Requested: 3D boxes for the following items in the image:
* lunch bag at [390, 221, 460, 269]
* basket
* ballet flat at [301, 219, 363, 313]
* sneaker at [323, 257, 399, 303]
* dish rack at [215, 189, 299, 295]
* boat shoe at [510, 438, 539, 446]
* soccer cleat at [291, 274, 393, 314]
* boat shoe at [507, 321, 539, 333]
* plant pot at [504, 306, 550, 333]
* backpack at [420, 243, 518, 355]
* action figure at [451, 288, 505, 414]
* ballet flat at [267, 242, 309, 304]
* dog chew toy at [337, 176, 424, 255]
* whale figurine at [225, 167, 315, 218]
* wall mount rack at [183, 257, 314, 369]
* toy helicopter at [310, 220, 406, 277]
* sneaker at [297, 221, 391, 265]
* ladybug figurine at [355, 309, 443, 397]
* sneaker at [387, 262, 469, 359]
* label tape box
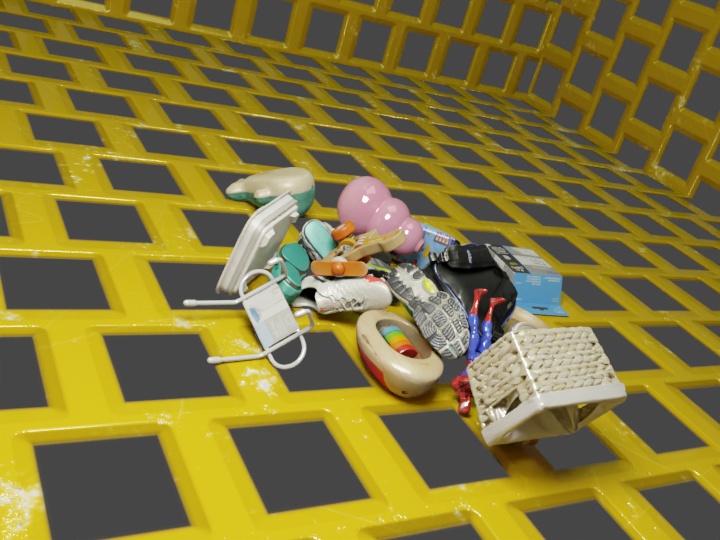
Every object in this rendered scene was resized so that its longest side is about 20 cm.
[{"bbox_3d":[0.147,-0.068,1.775,0.147,0.096,0.200,21,15,11],"label":"lunch bag"},{"bbox_3d":[0.270,0.167,1.163,0.196,0.136,0.126,2,56,-35],"label":"basket"},{"bbox_3d":[-0.043,-0.005,1.485,0.202,0.072,0.072,55,31,5],"label":"ballet flat"},{"bbox_3d":[0.000,0.000,1.550,0.197,0.075,0.081,29,16,6],"label":"sneaker"},{"bbox_3d":[-0.172,-0.044,1.385,0.043,0.174,0.200,30,25,4],"label":"dish rack"},{"bbox_3d":[0.247,0.213,1.282,0.072,0.077,0.202,20,32,-10],"label":"boat shoe"},{"bbox_3d":[-0.035,0.046,1.372,0.196,0.070,0.085,6,27,34],"label":"soccer cleat"},{"bbox_3d":[0.289,0.147,1.367,0.062,0.074,0.200,18,-19,43],"label":"boat shoe"},{"bbox_3d":[0.296,0.121,1.551,0.195,0.028,0.201,17,24,-8],"label":"plant pot"},{"bbox_3d":[0.193,0.048,1.431,0.189,0.153,0.203,-28,86,-45],"label":"backpack"},{"bbox_3d":[0.200,0.132,1.260,0.064,0.205,0.098,23,-15,-24],"label":"action figure"},{"bbox_3d":[-0.135,0.009,1.396,0.067,0.070,0.201,41,15,-13],"label":"ballet flat"},{"bbox_3d":[0.048,-0.105,1.634,0.198,0.126,0.124,36,28,12],"label":"dog chew toy"},{"bbox_3d":[-0.193,-0.163,1.728,0.195,0.106,0.159,-2,20,16],"label":"whale figurine"},{"bbox_3d":[-0.172,0.071,1.235,0.171,0.075,0.202,-28,55,-7],"label":"wall mount rack"},{"bbox_3d":[-0.001,-0.034,1.357,0.198,0.080,0.132,-14,20,49],"label":"toy helicopter"},{"bbox_3d":[-0.032,-0.059,1.624,0.195,0.077,0.116,13,27,-8],"label":"sneaker"},{"bbox_3d":[0.057,0.137,1.287,0.133,0.073,0.201,6,28,-28],"label":"ladybug figurine"},{"bbox_3d":[0.119,0.069,1.306,0.077,0.080,0.201,-33,53,-3],"label":"sneaker"},{"bbox_3d":[0.374,0.019,1.772,0.141,0.065,0.201,5,28,-27],"label":"label tape box"}]
